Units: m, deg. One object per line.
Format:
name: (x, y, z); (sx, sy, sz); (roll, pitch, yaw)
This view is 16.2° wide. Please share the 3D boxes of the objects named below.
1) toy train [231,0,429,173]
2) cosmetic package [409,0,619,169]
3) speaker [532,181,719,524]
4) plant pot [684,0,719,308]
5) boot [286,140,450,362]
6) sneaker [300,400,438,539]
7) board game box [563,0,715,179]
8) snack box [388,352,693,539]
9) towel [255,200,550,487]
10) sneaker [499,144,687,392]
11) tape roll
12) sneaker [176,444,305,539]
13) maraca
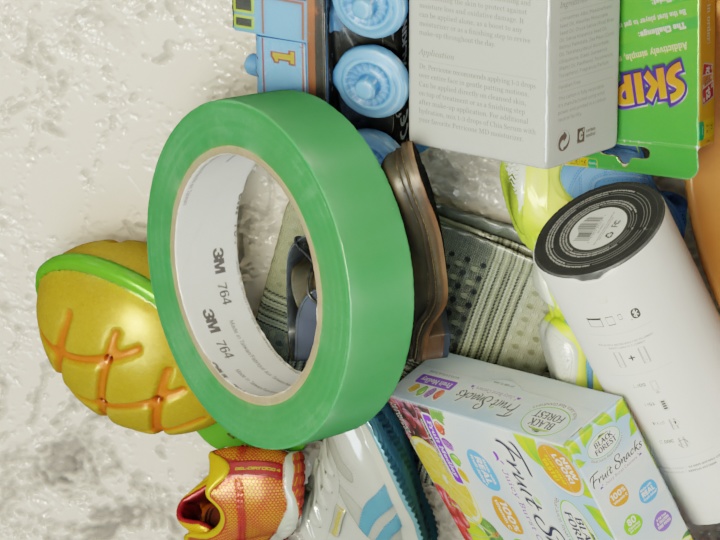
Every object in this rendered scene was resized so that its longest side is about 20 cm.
toy train: (-0.016, -0.128, 1.482); (0.113, 0.087, 0.201); (11, 124, 18)
cosmetic package: (0.085, -0.166, 1.395); (0.101, 0.071, 0.202); (14, 112, 38)
speaker: (0.172, 0.051, 1.441); (0.081, 0.081, 0.201); (-17, 124, 22)
plant pot: (0.276, -0.062, 1.388); (0.139, 0.200, 0.201); (-6, 122, -15)
boot: (0.000, 0.000, 1.470); (0.096, 0.075, 0.200); (-10, 147, -2)
sneaker: (-0.003, 0.142, 1.594); (0.080, 0.077, 0.201); (-9, 131, 8)
board game box: (0.151, -0.154, 1.410); (0.095, 0.030, 0.202); (9, 105, 34)
snack box: (0.110, 0.129, 1.510); (0.200, 0.053, 0.143); (12, 136, 59)
towel: (0.030, 0.039, 1.600); (0.191, 0.035, 0.201); (21, 124, 5)
sneaker: (0.153, 0.009, 1.496); (0.104, 0.076, 0.201); (-16, 109, -1)
tape roll: (-0.049, -0.001, 1.450); (0.200, 0.048, 0.202); (21, 117, 48)
sneaker: (-0.082, 0.164, 1.644); (0.077, 0.073, 0.200); (7, 146, -5)
maraca: (-0.120, 0.056, 1.594); (0.200, 0.107, 0.137); (40, 154, -16)
